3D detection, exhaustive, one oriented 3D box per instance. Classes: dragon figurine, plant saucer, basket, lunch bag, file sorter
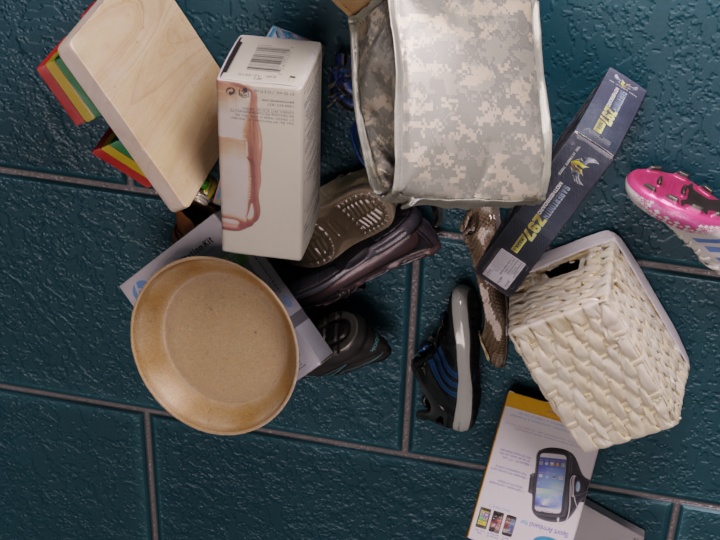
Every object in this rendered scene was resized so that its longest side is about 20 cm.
[{"bbox_3d":[0.024,-0.129,1.583,0.099,0.059,0.200,-13,83,3],"label":"dragon figurine"},{"bbox_3d":[-0.151,0.077,1.662,0.200,0.035,0.200,6,108,20],"label":"plant saucer"},{"bbox_3d":[0.254,0.081,1.670,0.136,0.123,0.200,-21,116,26],"label":"basket"},{"bbox_3d":[0.084,-0.150,1.445,0.164,0.200,0.118,1,167,-23],"label":"lunch bag"},{"bbox_3d":[0.231,0.384,1.892,0.139,0.125,0.200,29,126,-7],"label":"file sorter"}]

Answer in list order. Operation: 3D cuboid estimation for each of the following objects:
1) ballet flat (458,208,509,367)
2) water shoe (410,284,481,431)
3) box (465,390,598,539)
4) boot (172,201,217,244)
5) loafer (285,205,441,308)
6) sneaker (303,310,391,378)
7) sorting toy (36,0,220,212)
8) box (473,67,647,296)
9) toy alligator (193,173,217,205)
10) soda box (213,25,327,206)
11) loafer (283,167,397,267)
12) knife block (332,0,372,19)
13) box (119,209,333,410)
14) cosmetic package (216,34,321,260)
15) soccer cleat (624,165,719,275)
[{"bbox_3d":[0.137,0.017,1.690,0.046,0.067,0.200,-6,119,3],"label":"ballet flat"},{"bbox_3d":[0.094,0.103,1.762,0.079,0.072,0.200,7,126,13],"label":"water shoe"},{"bbox_3d":[0.199,0.250,1.780,0.119,0.041,0.200,17,84,3],"label":"box"},{"bbox_3d":[-0.137,0.015,1.741,0.200,0.077,0.155,28,126,32],"label":"boot"},{"bbox_3d":[0.000,0.000,1.718,0.200,0.072,0.063,-32,116,28],"label":"loafer"},{"bbox_3d":[-0.053,0.102,1.799,0.200,0.075,0.079,-14,152,40],"label":"sneaker"},{"bbox_3d":[-0.223,-0.181,1.564,0.070,0.200,0.199,-20,117,28],"label":"sorting toy"},{"bbox_3d":[0.199,-0.088,1.542,0.051,0.158,0.200,34,126,0],"label":"box"},{"bbox_3d":[-0.177,-0.107,1.644,0.059,0.200,0.054,27,90,-19],"label":"toy alligator"},{"bbox_3d":[-0.097,-0.153,1.633,0.064,0.068,0.200,21,127,0],"label":"soda box"},{"bbox_3d":[-0.027,-0.060,1.684,0.200,0.068,0.076,-17,118,43],"label":"loafer"},{"bbox_3d":[0.010,-0.269,1.454,0.064,0.176,0.200,-6,123,20],"label":"knife block"},{"bbox_3d":[-0.147,0.054,1.697,0.156,0.041,0.200,-35,89,26],"label":"box"},{"bbox_3d":[-0.090,-0.122,1.546,0.087,0.103,0.200,6,124,7],"label":"cosmetic package"},{"bbox_3d":[0.357,-0.038,1.591,0.200,0.070,0.086,21,127,0],"label":"soccer cleat"}]
